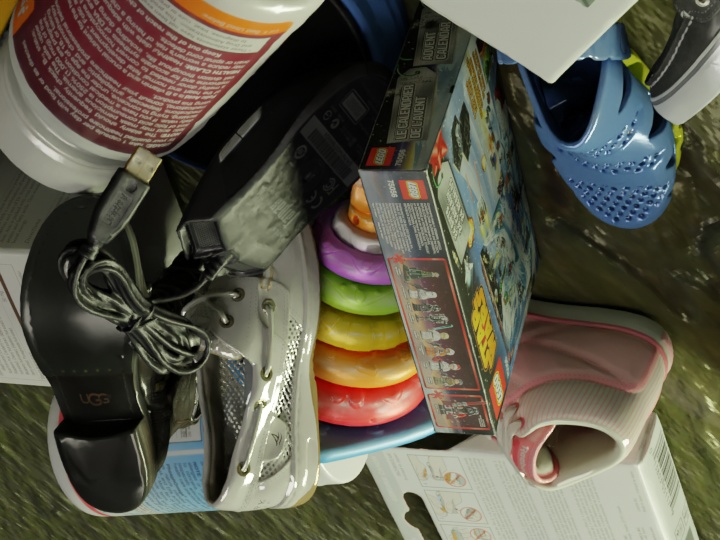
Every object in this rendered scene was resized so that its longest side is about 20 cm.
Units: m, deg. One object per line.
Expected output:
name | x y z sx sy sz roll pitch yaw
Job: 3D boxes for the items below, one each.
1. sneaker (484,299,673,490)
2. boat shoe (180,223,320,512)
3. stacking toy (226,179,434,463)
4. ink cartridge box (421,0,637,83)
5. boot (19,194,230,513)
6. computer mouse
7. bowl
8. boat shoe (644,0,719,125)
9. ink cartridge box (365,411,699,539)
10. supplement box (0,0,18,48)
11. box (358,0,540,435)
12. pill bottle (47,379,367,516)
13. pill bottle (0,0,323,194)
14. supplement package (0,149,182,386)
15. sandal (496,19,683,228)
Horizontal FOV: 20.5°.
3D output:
sneaker | 0.082 0.073 1.199 0.199 0.105 0.076 4 138 22
boat shoe | -0.066 0.034 1.094 0.069 0.201 0.071 -5 179 -37
stacking toy | 0.000 0.000 1.128 0.116 0.109 0.201 49 140 40
ink cartridge box | 0.118 -0.199 0.854 0.084 0.146 0.200 31 140 -13
boot | -0.123 0.025 1.140 0.069 0.174 0.201 6 116 16
computer mouse | -0.074 -0.048 1.014 0.046 0.200 0.140 41 -178 35
bowl | -0.073 -0.128 1.096 0.200 0.039 0.201 13 139 11
boat shoe | 0.178 -0.153 0.939 0.066 0.070 0.200 32 139 -1
ink cartridge box | 0.118 0.157 1.326 0.199 0.057 0.163 5 138 31
supplement box | -0.275 -0.084 1.093 0.109 0.201 0.109 27 179 -6
box | 0.053 -0.027 1.075 0.040 0.137 0.201 1 135 19
pill bottle | -0.098 0.104 1.306 0.199 0.109 0.109 -6 133 29
pill bottle | -0.106 -0.126 0.994 0.114 0.114 0.200 35 137 -15
supplement package | -0.222 -0.012 1.224 0.199 0.122 0.120 3 136 21
sandal | 0.112 -0.091 1.021 0.079 0.087 0.200 -5 135 26
